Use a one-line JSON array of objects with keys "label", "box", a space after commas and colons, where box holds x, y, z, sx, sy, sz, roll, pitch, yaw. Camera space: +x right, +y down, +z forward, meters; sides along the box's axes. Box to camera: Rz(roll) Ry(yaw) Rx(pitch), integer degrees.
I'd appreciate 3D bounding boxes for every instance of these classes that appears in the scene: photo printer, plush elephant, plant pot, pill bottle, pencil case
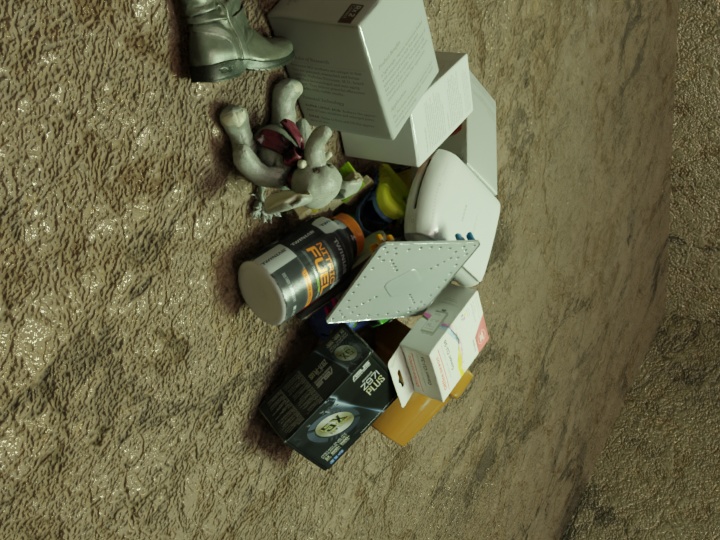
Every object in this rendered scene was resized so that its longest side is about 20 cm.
[{"label": "photo printer", "box": [0.149, -0.091, 1.459, 0.199, 0.068, 0.170, 38, 62, -43]}, {"label": "plush elephant", "box": [-0.089, -0.150, 1.229, 0.164, 0.152, 0.205, -30, 126, -50]}, {"label": "plant pot", "box": [0.082, 0.217, 1.649, 0.185, 0.199, 0.200, -56, 147, -3]}, {"label": "pill bottle", "box": [-0.081, -0.012, 1.322, 0.199, 0.105, 0.108, -36, 132, -36]}, {"label": "pencil case", "box": [-0.006, 0.065, 1.531, 0.199, 0.077, 0.089, -26, 124, -52]}]

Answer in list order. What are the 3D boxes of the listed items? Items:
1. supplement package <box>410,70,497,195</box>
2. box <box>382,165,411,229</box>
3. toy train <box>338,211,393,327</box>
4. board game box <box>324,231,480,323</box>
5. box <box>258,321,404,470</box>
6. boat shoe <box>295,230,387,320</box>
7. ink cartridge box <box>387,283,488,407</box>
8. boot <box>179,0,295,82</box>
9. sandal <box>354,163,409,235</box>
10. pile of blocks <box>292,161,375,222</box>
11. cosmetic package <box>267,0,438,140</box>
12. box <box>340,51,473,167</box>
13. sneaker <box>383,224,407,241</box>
[{"label": "supplement package", "box": [0.169, -0.234, 1.583, 0.119, 0.119, 0.204, 34, 50, -47]}, {"label": "box", "box": [0.084, -0.089, 1.588, 0.075, 0.050, 0.204, 34, 58, -34]}, {"label": "toy train", "box": [0.000, 0.000, 1.473, 0.056, 0.041, 0.203, -28, 95, -41]}, {"label": "board game box", "box": [0.062, 0.010, 1.374, 0.196, 0.026, 0.201, -3, 145, -36]}, {"label": "box", "box": [-0.043, 0.210, 1.449, 0.200, 0.086, 0.164, -45, 144, -4]}, {"label": "boat shoe", "box": [-0.024, 0.019, 1.415, 0.199, 0.071, 0.063, -38, 115, -1]}, {"label": "ink cartridge box", "box": [0.133, 0.134, 1.482, 0.200, 0.066, 0.118, -48, 135, -31]}, {"label": "boot", "box": [-0.156, -0.325, 1.142, 0.199, 0.066, 0.134, -32, 123, -52]}, {"label": "sandal", "box": [0.033, -0.120, 1.501, 0.087, 0.080, 0.201, -41, -171, 20]}, {"label": "pile of blocks", "box": [-0.050, -0.136, 1.382, 0.082, 0.063, 0.199, -43, 170, 34]}, {"label": "cosmetic package", "box": [-0.005, -0.330, 1.289, 0.166, 0.162, 0.202, -56, 144, -30]}, {"label": "box", "box": [0.075, -0.274, 1.456, 0.200, 0.150, 0.108, -46, 137, -39]}, {"label": "sneaker", "box": [0.096, -0.062, 1.521, 0.198, 0.075, 0.081, 2, 65, -49]}]
